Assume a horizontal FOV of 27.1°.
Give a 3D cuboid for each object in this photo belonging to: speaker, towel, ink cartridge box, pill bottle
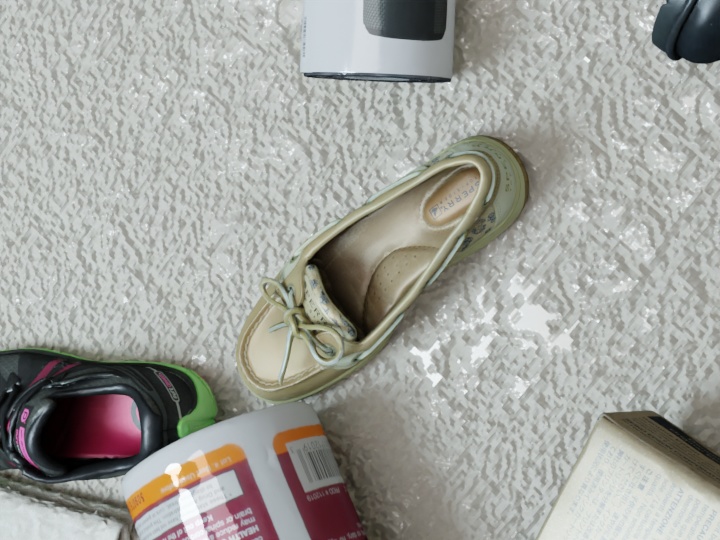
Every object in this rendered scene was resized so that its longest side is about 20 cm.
[{"bbox_3d":[0.012,-0.199,0.767,0.081,0.081,0.201,5,95,21],"label":"speaker"},{"bbox_3d":[-0.226,0.190,0.914,0.199,0.034,0.133,12,97,21],"label":"towel"},{"bbox_3d":[0.147,0.192,0.707,0.165,0.075,0.200,33,104,29],"label":"ink cartridge box"},{"bbox_3d":[-0.040,0.181,0.786,0.114,0.114,0.200,-28,76,21],"label":"pill bottle"}]

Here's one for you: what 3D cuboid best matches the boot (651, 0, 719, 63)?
[{"bbox_3d":[0.256,-0.129,0.680,0.200,0.076,0.168,-46,74,12],"label":"boot"}]

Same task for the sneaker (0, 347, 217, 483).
[{"bbox_3d":[-0.183,0.083,0.860,0.199,0.084,0.077,-6,90,21],"label":"sneaker"}]

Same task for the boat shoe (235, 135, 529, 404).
[{"bbox_3d":[0.000,0.000,0.795,0.200,0.063,0.073,-44,79,19],"label":"boat shoe"}]
